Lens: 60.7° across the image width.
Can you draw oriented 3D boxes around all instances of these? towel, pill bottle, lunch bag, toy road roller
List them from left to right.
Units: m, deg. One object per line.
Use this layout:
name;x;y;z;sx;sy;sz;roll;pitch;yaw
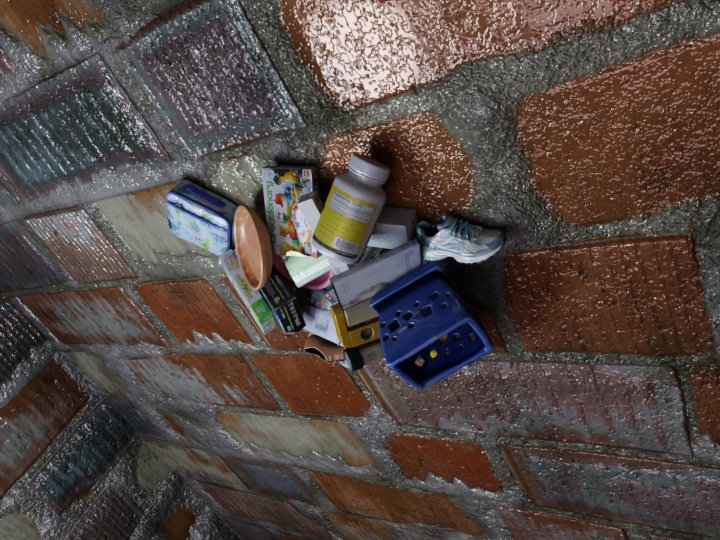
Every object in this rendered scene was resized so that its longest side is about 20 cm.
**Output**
lunch bag;-0.404;-0.134;1.588;0.199;0.083;0.161;27;138;7
towel;-0.138;-0.077;1.423;0.152;0.023;0.201;-27;96;29
pill bottle;-0.015;-0.125;1.233;0.111;0.111;0.201;26;107;9
toy road roller;-0.003;0.127;1.453;0.146;0.122;0.202;-131;25;-62
pill bottle;0.174;0.154;1.452;0.198;0.112;0.112;13;137;25

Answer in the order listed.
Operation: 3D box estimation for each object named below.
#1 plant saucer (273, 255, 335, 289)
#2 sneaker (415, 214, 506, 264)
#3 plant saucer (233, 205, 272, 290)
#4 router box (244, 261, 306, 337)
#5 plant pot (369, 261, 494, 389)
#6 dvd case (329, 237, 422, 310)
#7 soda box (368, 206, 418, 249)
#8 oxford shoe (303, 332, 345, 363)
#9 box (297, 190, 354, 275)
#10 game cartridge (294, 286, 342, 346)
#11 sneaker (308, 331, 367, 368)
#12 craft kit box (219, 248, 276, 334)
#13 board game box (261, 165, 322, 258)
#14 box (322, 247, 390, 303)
plant saucer;-0.142;-0.043;1.520;0.199;0.051;0.202;20;139;18
sneaker;0.194;-0.067;1.239;0.198;0.078;0.087;-2;126;36
plant saucer;-0.252;-0.055;1.450;0.200;0.037;0.202;37;132;54
router box;-0.223;0.053;1.571;0.200;0.062;0.150;51;164;30
plant pot;0.143;0.111;1.311;0.199;0.181;0.200;-31;146;11
dvd case;0.039;0.011;1.284;0.143;0.198;0.018;73;171;-62
soda box;0.025;-0.098;1.335;0.198;0.064;0.069;8;133;28
oxford shoe;-0.056;0.220;1.613;0.198;0.072;0.072;13;138;19
box;-0.073;-0.076;1.337;0.041;0.039;0.201;-17;118;21
game cartridge;-0.091;0.109;1.592;0.199;0.038;0.131;20;111;28
sneaker;-0.053;0.200;1.687;0.199;0.076;0.077;34;146;-2
craft kit box;-0.295;0.061;1.629;0.198;0.048;0.200;53;166;11
board game box;-0.152;-0.131;1.377;0.125;0.035;0.202;5;109;22
box;0.000;0.000;1.415;0.035;0.110;0.200;45;141;-12
